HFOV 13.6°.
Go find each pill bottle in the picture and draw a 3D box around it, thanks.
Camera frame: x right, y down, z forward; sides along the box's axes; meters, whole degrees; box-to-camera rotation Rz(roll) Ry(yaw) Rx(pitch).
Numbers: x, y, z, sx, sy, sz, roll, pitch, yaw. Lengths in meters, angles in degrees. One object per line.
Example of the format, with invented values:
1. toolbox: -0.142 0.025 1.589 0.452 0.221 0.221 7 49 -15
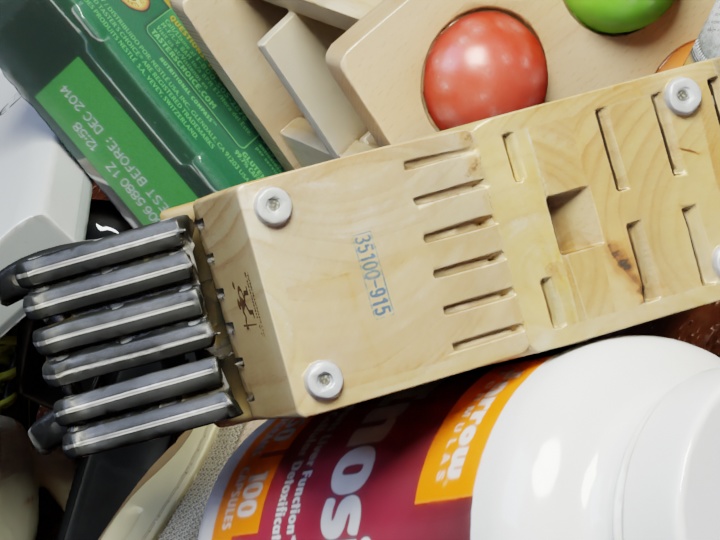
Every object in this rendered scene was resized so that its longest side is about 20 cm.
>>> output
1. pill bottle: 0.051 0.078 0.824 0.200 0.113 0.113 -15 47 52

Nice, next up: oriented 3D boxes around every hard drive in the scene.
1. hard drive: -0.144 -0.012 1.061 0.132 0.027 0.200 -41 19 15

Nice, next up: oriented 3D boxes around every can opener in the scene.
1. can opener: -0.089 0.068 1.077 0.063 0.078 0.201 -70 -7 -70

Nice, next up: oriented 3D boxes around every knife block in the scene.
1. knife block: 0.000 0.000 0.857 0.199 0.064 0.176 -16 2 -13

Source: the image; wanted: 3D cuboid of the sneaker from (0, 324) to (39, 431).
1. sneaker: -0.152 0.055 1.208 0.085 0.074 0.200 -110 31 -44

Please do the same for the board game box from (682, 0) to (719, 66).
1. board game box: 0.181 -0.099 0.785 0.200 0.035 0.136 8 67 61

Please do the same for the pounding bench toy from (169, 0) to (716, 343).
1. pounding bench toy: 0.073 -0.090 0.955 0.200 0.124 0.156 -41 25 -12

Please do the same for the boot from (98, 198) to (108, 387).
1. boot: -0.062 -0.042 1.170 0.146 0.070 0.201 177 106 -72

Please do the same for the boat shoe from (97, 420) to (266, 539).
1. boat shoe: -0.021 0.061 1.028 0.064 0.071 0.200 19 64 27

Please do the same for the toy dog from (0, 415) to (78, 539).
1. toy dog: -0.200 0.145 1.129 0.139 0.193 0.201 19 99 65

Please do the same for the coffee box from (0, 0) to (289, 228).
1. coffee box: -0.047 -0.083 1.074 0.044 0.123 0.200 -36 7 31
